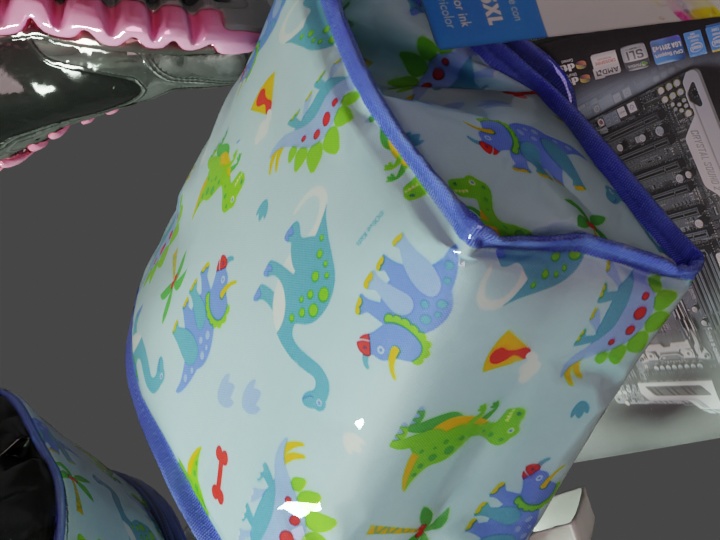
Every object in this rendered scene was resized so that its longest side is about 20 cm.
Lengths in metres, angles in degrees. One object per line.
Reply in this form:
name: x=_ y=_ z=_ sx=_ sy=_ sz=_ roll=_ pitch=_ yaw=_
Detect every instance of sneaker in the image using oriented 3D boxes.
sneaker: x=-0.130 y=-0.073 z=1.070 sx=0.199 sy=0.079 sz=0.096 roll=-1 pitch=124 yaw=-3

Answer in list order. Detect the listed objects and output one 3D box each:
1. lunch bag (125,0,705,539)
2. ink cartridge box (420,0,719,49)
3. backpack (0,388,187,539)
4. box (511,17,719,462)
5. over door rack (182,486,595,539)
lunch bag: x=0.000 y=0.000 z=0.990 sx=0.127 sy=0.200 sz=0.171 roll=9 pitch=121 yaw=-39
ink cartridge box: x=0.120 y=-0.140 z=0.940 sx=0.199 sy=0.116 sz=0.068 roll=-4 pitch=128 yaw=21
backpack: x=-0.146 y=0.156 z=1.058 sx=0.200 sy=0.183 sz=0.147 roll=-47 pitch=124 yaw=9
box: x=0.081 y=-0.012 z=1.056 sx=0.199 sy=0.050 sz=0.159 roll=-11 pitch=105 yaw=29
over door rack: x=0.029 y=0.155 z=1.090 sx=0.199 sy=0.067 sz=0.149 roll=-8 pitch=110 yaw=35
